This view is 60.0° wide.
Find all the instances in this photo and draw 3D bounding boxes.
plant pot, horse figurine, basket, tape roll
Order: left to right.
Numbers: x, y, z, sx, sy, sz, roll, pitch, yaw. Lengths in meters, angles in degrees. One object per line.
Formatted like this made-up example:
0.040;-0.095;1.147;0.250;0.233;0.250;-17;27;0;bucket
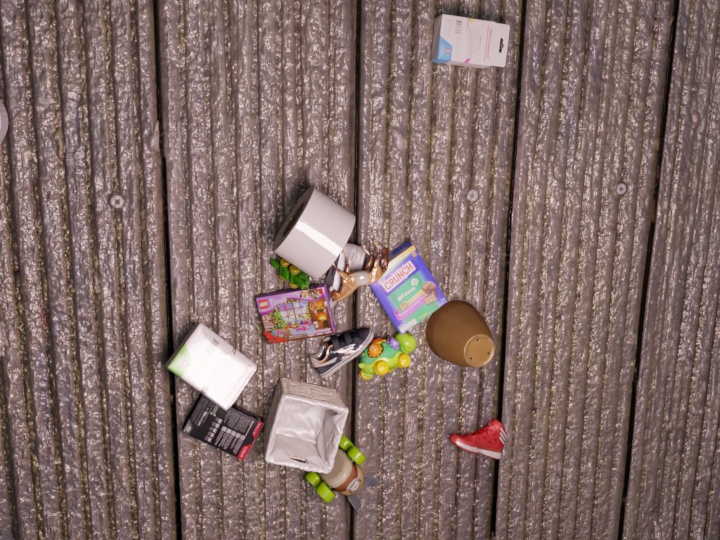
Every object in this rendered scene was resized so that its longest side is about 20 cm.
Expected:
-0.161;0.434;1.759;0.195;0.161;0.203;15;96;-14;basket
-0.123;-0.100;1.644;0.138;0.203;0.204;32;93;-15;tape roll
0.000;0.000;1.697;0.197;0.050;0.135;-19;106;-12;horse figurine
0.306;0.202;1.797;0.183;0.200;0.190;-3;102;-12;plant pot

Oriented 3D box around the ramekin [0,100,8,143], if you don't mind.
-0.940;-0.360;1.471;0.197;0.098;0.204;-3;102;-12;ramekin

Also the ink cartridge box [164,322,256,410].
-0.404;0.260;1.691;0.199;0.084;0.146;41;70;-16;ink cartridge box

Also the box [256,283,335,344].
-0.178;0.122;1.727;0.196;0.039;0.139;-10;102;10;box

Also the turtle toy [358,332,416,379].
0.079;0.241;1.797;0.197;0.146;0.103;-14;80;-27;turtle toy

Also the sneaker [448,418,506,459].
0.370;0.507;1.943;0.198;0.078;0.117;22;87;-27;sneaker

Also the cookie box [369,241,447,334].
0.127;0.049;1.792;0.170;0.075;0.201;-34;105;-2;cookie box

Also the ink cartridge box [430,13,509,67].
0.300;-0.622;1.707;0.196;0.068;0.117;4;100;-12;ink cartridge box

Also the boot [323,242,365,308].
-0.041;0.022;1.754;0.094;0.074;0.203;8;110;-27;boot

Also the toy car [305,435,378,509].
-0.031;0.619;1.837;0.164;0.157;0.200;-47;118;-11;toy car

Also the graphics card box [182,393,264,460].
-0.389;0.437;1.766;0.198;0.051;0.127;29;93;-17;graphics card box

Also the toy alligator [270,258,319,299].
-0.166;0.016;1.695;0.054;0.199;0.060;-28;140;-40;toy alligator

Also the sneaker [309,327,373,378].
-0.056;0.219;1.783;0.199;0.078;0.080;-39;111;-1;sneaker
